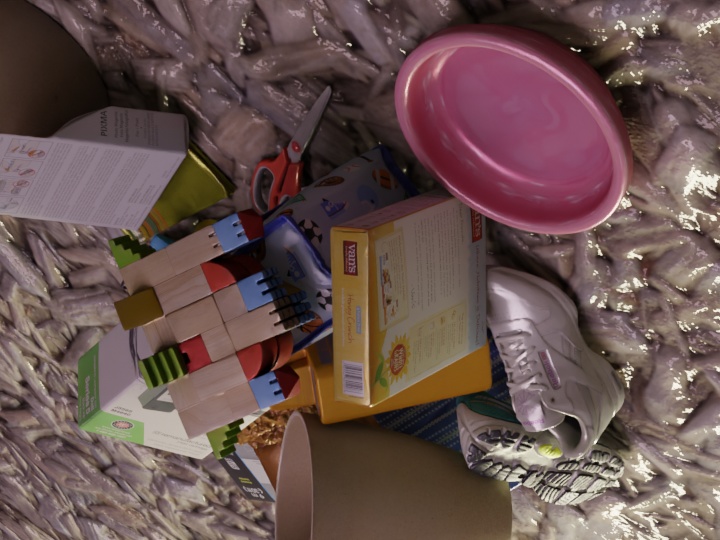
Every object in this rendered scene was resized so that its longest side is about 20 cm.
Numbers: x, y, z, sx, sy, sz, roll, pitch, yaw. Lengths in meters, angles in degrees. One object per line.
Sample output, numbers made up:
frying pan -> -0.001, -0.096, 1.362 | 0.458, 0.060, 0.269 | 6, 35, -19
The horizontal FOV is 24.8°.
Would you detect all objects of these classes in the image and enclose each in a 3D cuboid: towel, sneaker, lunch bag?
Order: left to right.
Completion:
towel -> -0.206, -0.080, 1.654 | 0.086, 0.018, 0.200 | 45, 146, -17
lunch bag -> -0.053, 0.000, 1.431 | 0.124, 0.170, 0.200 | 52, 132, 1
towel -> 0.101, 0.137, 1.575 | 0.145, 0.024, 0.200 | -34, 112, 12
sneaker -> 0.170, 0.159, 1.534 | 0.200, 0.080, 0.078 | 25, 119, -34
sneaker -> 0.161, 0.081, 1.450 | 0.075, 0.100, 0.200 | -16, 121, 48

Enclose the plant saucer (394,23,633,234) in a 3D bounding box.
plant saucer -> 0.124, -0.117, 1.278 | 0.200, 0.051, 0.201 | 24, 145, 18

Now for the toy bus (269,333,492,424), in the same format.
toy bus -> 0.013, 0.087, 1.481 | 0.199, 0.078, 0.065 | -11, 121, -8

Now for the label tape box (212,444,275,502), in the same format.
label tape box -> -0.084, 0.226, 1.890 | 0.143, 0.066, 0.200 | -2, 131, 43

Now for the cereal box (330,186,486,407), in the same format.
cereal box -> 0.043, 0.015, 1.342 | 0.039, 0.200, 0.145 | 7, 105, 30

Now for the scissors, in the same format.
scissors -> -0.065, -0.110, 1.488 | 0.073, 0.014, 0.200 | 41, 145, 23

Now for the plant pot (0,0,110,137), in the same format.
plant pot -> -0.363, -0.154, 1.595 | 0.200, 0.135, 0.201 | 24, 146, 17

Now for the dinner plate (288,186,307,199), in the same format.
dinner plate -> 0.000, 0.000, 1.565 | 0.199, 0.024, 0.201 | 23, 145, 17

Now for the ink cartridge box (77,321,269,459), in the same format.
ink cartridge box -> -0.160, 0.092, 1.571 | 0.145, 0.084, 0.200 | 19, 140, -33

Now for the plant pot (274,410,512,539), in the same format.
plant pot -> 0.033, 0.229, 1.525 | 0.199, 0.188, 0.188 | 4, 149, -13

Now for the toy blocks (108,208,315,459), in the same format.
toy blocks -> -0.103, 0.041, 1.326 | 0.136, 0.100, 0.201 | -23, 88, 27

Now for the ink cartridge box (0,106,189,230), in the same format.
ink cartridge box -> -0.280, -0.101, 1.549 | 0.199, 0.057, 0.163 | 9, 151, -22

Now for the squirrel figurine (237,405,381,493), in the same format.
squirrel figurine -> -0.029, 0.147, 1.657 | 0.200, 0.142, 0.186 | 35, 144, -30

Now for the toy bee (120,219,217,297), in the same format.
toy bee -> -0.178, 0.022, 1.637 | 0.108, 0.200, 0.131 | 30, 116, -5
